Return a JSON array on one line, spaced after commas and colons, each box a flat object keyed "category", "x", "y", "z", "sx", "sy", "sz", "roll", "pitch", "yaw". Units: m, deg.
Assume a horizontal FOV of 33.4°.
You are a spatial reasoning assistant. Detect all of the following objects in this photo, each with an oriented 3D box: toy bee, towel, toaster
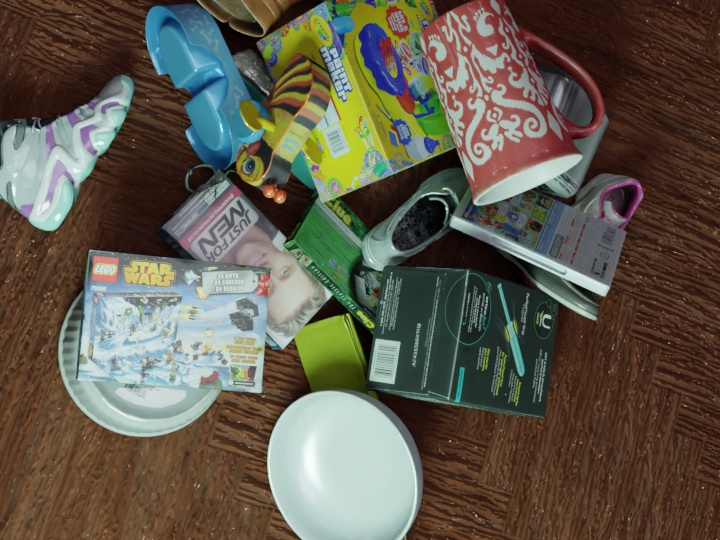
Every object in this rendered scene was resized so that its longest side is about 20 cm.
[{"category": "toy bee", "x": -0.092, "y": -0.129, "z": 1.310, "sx": 0.130, "sy": 0.201, "sz": 0.109, "roll": -1, "pitch": 42, "yaw": -38}, {"category": "towel", "x": -0.019, "y": 0.156, "z": 1.434, "sx": 0.085, "sy": 0.018, "sz": 0.202, "roll": -17, "pitch": 91, "yaw": 27}, {"category": "toaster", "x": 0.224, "y": -0.174, "z": 1.479, "sx": 0.200, "sy": 0.113, "sz": 0.130, "roll": 28, "pitch": 81, "yaw": -59}]

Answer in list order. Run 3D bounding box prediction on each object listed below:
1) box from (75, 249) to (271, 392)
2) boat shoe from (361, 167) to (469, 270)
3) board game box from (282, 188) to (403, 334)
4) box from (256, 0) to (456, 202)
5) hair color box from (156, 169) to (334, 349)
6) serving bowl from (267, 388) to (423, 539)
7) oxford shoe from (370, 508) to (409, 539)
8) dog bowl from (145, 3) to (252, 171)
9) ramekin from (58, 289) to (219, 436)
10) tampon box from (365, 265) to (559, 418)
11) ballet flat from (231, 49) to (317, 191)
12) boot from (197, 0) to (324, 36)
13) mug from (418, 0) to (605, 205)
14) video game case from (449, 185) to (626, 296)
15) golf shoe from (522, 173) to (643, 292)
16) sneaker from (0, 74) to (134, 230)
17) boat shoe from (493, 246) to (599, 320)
[{"category": "box", "x": -0.200, "y": 0.056, "z": 1.291, "sx": 0.198, "sy": 0.040, "sz": 0.138, "roll": 6, "pitch": 86, "yaw": -17}, {"category": "boat shoe", "x": 0.087, "y": -0.067, "z": 1.461, "sx": 0.200, "sy": 0.071, "sz": 0.070, "roll": -39, "pitch": 101, "yaw": -34}, {"category": "board game box", "x": 0.000, "y": 0.000, "z": 1.437, "sx": 0.200, "sy": 0.023, "sz": 0.105, "roll": 46, "pitch": 49, "yaw": -19}, {"category": "box", "x": 0.015, "y": -0.212, "z": 1.404, "sx": 0.192, "sy": 0.121, "sz": 0.202, "roll": -27, "pitch": 96, "yaw": -47}, {"category": "hair color box", "x": -0.134, "y": -0.012, "z": 1.415, "sx": 0.200, "sy": 0.060, "sz": 0.100, "roll": 46, "pitch": 76, "yaw": -10}, {"category": "serving bowl", "x": -0.009, "y": 0.230, "z": 1.396, "sx": 0.066, "sy": 0.199, "sz": 0.202, "roll": -20, "pitch": 93, "yaw": -59}, {"category": "oxford shoe", "x": 0.040, "y": 0.287, "z": 1.445, "sx": 0.071, "sy": 0.071, "sz": 0.202, "roll": 7, "pitch": 82, "yaw": -13}, {"category": "dog bowl", "x": -0.181, "y": -0.218, "z": 1.392, "sx": 0.049, "sy": 0.111, "sz": 0.201, "roll": -28, "pitch": 95, "yaw": -30}, {"category": "ramekin", "x": -0.237, "y": 0.089, "z": 1.353, "sx": 0.198, "sy": 0.105, "sz": 0.202, "roll": 1, "pitch": 86, "yaw": -18}, {"category": "tampon box", "x": 0.124, "y": 0.085, "z": 1.414, "sx": 0.199, "sy": 0.125, "sz": 0.151, "roll": 16, "pitch": 80, "yaw": -48}, {"category": "ballet flat", "x": -0.087, "y": -0.187, "z": 1.442, "sx": 0.072, "sy": 0.072, "sz": 0.200, "roll": -44, "pitch": 101, "yaw": -15}, {"category": "boot", "x": -0.090, "y": -0.324, "z": 1.409, "sx": 0.198, "sy": 0.074, "sz": 0.155, "roll": 20, "pitch": 45, "yaw": -3}, {"category": "mug", "x": 0.166, "y": -0.196, "z": 1.365, "sx": 0.177, "sy": 0.133, "sz": 0.202, "roll": -16, "pitch": 80, "yaw": -40}, {"category": "video game case", "x": 0.217, "y": -0.050, "z": 1.445, "sx": 0.199, "sy": 0.018, "sz": 0.143, "roll": 25, "pitch": 35, "yaw": 6}, {"category": "golf shoe", "x": 0.284, "y": -0.051, "z": 1.532, "sx": 0.075, "sy": 0.091, "sz": 0.200, "roll": 43, "pitch": 77, "yaw": -12}, {"category": "sneaker", "x": -0.352, "y": -0.161, "z": 1.348, "sx": 0.139, "sy": 0.078, "sz": 0.201, "roll": 32, "pitch": 78, "yaw": -14}, {"category": "boat shoe", "x": 0.231, "y": -0.010, "z": 1.459, "sx": 0.067, "sy": 0.200, "sz": 0.057, "roll": 23, "pitch": 104, "yaw": -36}]
